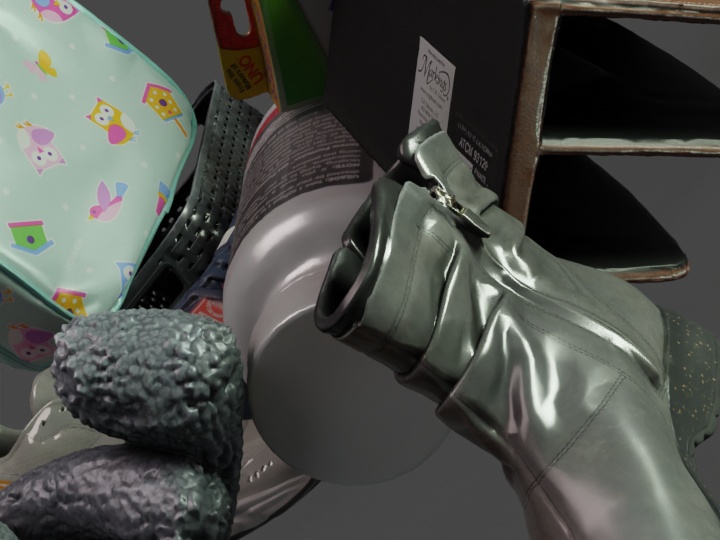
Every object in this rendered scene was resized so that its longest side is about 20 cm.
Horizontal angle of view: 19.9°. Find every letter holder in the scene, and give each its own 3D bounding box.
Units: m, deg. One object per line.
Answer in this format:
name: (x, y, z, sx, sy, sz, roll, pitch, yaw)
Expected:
letter holder: (0.084, -0.078, 0.770, 0.200, 0.141, 0.102, -129, 42, -62)

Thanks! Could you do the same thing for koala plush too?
koala plush: (-0.142, 0.132, 0.766, 0.184, 0.198, 0.179, 113, 147, -54)

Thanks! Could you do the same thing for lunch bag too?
lunch bag: (-0.181, -0.058, 1.086, 0.077, 0.160, 0.201, -41, 22, 41)

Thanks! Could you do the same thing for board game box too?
board game box: (0.032, -0.134, 0.864, 0.198, 0.096, 0.030, -16, 36, -7)

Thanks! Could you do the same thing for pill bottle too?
pill bottle: (0.000, 0.000, 0.850, 0.111, 0.110, 0.200, -49, 16, 22)

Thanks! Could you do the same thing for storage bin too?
storage bin: (-0.091, -0.003, 1.178, 0.135, 0.093, 0.200, -50, 15, 22)

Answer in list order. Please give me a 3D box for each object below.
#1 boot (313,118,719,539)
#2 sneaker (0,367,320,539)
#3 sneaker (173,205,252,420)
boot: (0.040, 0.046, 0.588, 0.070, 0.131, 0.201, -48, 17, 24)
sneaker: (-0.105, 0.082, 0.914, 0.198, 0.093, 0.076, -16, 5, 18)
sneaker: (-0.055, 0.017, 0.973, 0.084, 0.074, 0.202, 11, -80, -63)
